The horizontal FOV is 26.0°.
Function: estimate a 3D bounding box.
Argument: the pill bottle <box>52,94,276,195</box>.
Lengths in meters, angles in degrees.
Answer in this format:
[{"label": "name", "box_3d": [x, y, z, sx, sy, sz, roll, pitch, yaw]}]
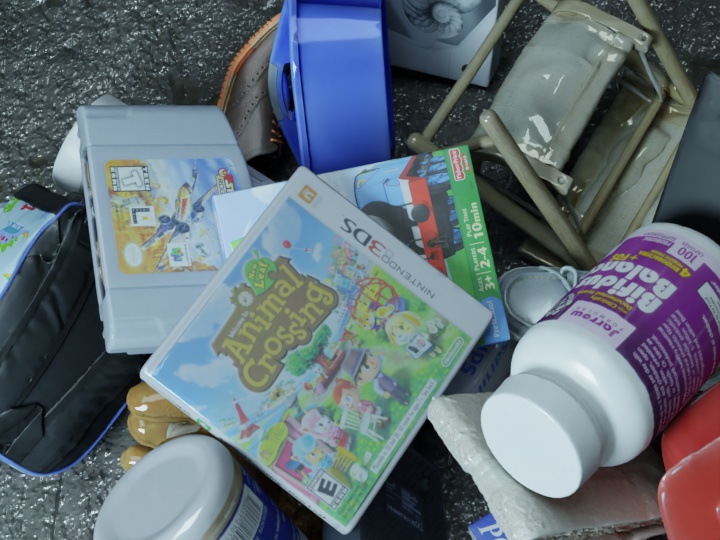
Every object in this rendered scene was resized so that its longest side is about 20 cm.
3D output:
[{"label": "pill bottle", "box_3d": [-0.151, -0.057, 1.302, 0.199, 0.115, 0.115, 32, 70, 5]}]

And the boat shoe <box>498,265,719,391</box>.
[{"label": "boat shoe", "box_3d": [0.199, 0.038, 1.191, 0.200, 0.065, 0.075, 18, 70, 3]}]

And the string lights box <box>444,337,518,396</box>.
[{"label": "string lights box", "box_3d": [0.025, 0.045, 1.265, 0.198, 0.059, 0.103, 24, 68, 25]}]

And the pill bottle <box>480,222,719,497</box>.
[{"label": "pill bottle", "box_3d": [0.173, 0.062, 1.066, 0.112, 0.113, 0.200, 30, 51, 27]}]

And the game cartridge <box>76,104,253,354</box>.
[{"label": "game cartridge", "box_3d": [-0.143, -0.037, 1.200, 0.132, 0.042, 0.202, -4, 69, -19]}]

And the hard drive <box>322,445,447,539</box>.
[{"label": "hard drive", "box_3d": [0.020, 0.217, 1.126, 0.042, 0.135, 0.202, -19, 55, 25]}]

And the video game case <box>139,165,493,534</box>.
[{"label": "video game case", "box_3d": [-0.027, 0.052, 1.102, 0.181, 0.022, 0.201, 37, 65, 0]}]

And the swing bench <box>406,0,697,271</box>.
[{"label": "swing bench", "box_3d": [0.181, -0.120, 1.265, 0.200, 0.200, 0.129, -56, 21, -21]}]

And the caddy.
[{"label": "caddy", "box_3d": [-0.027, -0.156, 1.321, 0.104, 0.202, 0.142, -3, 32, 3]}]

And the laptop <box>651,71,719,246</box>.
[{"label": "laptop", "box_3d": [0.319, -0.023, 1.130, 0.187, 0.200, 0.117, 35, 93, 29]}]

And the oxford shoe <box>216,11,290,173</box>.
[{"label": "oxford shoe", "box_3d": [-0.090, -0.134, 1.383, 0.072, 0.071, 0.202, 29, 93, 21]}]

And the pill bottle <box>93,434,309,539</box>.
[{"label": "pill bottle", "box_3d": [-0.086, 0.220, 1.096, 0.115, 0.201, 0.116, -27, 31, 18]}]

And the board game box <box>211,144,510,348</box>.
[{"label": "board game box", "box_3d": [0.000, 0.000, 1.167, 0.197, 0.037, 0.153, -12, 85, -7]}]

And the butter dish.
[{"label": "butter dish", "box_3d": [0.287, 0.135, 1.093, 0.198, 0.201, 0.148, -28, 34, -3]}]

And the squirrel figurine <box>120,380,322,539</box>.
[{"label": "squirrel figurine", "box_3d": [-0.086, 0.124, 1.223, 0.197, 0.142, 0.188, 12, 52, 5]}]

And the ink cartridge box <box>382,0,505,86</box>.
[{"label": "ink cartridge box", "box_3d": [0.030, -0.260, 1.343, 0.197, 0.201, 0.041, 14, 52, 11]}]

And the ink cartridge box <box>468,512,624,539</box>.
[{"label": "ink cartridge box", "box_3d": [0.167, 0.246, 1.117, 0.093, 0.044, 0.201, -30, 57, -6]}]

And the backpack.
[{"label": "backpack", "box_3d": [-0.263, 0.054, 1.269, 0.146, 0.183, 0.201, 15, 66, 47]}]

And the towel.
[{"label": "towel", "box_3d": [0.145, 0.140, 1.119, 0.133, 0.198, 0.035, 55, 125, 34]}]
